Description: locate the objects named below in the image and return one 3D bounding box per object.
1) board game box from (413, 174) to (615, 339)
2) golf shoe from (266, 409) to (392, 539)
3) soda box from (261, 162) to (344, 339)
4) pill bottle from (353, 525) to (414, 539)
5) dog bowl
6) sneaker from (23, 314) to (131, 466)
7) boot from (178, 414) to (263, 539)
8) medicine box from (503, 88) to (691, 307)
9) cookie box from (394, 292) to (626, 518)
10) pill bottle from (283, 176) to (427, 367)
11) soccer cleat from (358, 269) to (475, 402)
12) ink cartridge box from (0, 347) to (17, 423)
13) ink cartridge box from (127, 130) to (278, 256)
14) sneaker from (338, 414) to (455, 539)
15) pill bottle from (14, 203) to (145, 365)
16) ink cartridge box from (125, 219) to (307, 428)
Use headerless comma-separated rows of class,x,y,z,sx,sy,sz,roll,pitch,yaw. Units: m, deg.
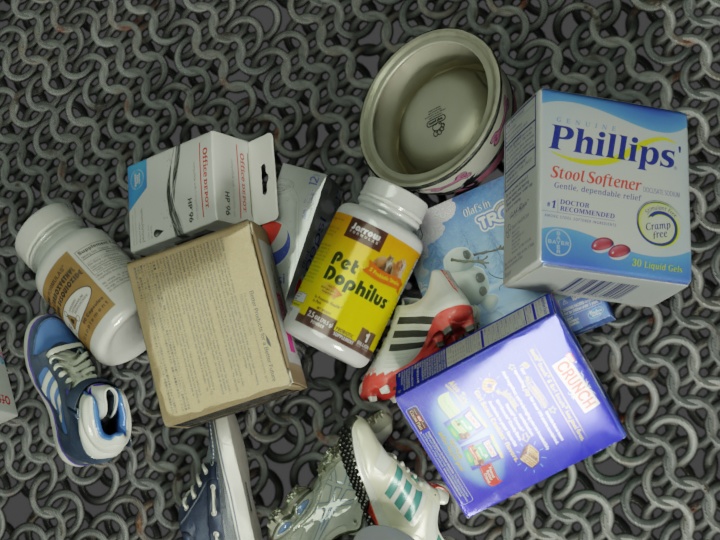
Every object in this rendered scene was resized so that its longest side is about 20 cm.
board game box,0.165,0.000,1.648,0.198,0.043,0.201,-23,75,13
golf shoe,-0.016,0.254,1.655,0.097,0.078,0.200,41,94,0
soda box,-0.087,-0.022,1.733,0.063,0.068,0.202,16,84,21
pill bottle,0.000,0.380,1.538,0.114,0.114,0.201,34,117,22
dog bowl,0.097,-0.178,1.678,0.199,0.074,0.202,-16,62,32
sneaker,-0.334,0.134,1.736,0.146,0.080,0.202,-26,78,50
boot,-0.178,0.257,1.692,0.089,0.073,0.202,-14,74,6
medicine box,0.257,-0.077,1.562,0.180,0.103,0.202,7,72,-15
cookie box,0.163,0.148,1.563,0.199,0.075,0.172,-28,107,11
pill bottle,0.000,0.000,1.621,0.108,0.109,0.202,24,85,22
soccer cleat,0.058,0.079,1.633,0.200,0.068,0.086,-49,50,40
ink cartridge box,-0.550,0.113,1.814,0.144,0.145,0.202,-24,71,12
ink cartridge box,-0.195,-0.095,1.749,0.199,0.068,0.117,-18,71,38
sneaker,0.044,0.242,1.598,0.093,0.070,0.202,-23,102,-13
pill bottle,-0.339,0.013,1.784,0.114,0.114,0.200,-47,68,3
ink cartridge box,-0.167,0.064,1.661,0.163,0.075,0.202,-17,77,10
